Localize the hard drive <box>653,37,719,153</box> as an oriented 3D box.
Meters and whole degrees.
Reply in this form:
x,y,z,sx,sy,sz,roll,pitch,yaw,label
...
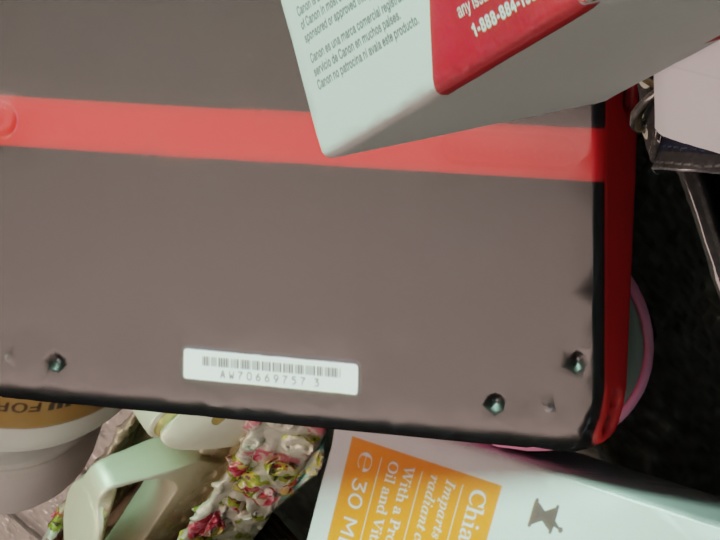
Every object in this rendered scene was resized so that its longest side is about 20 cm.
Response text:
x,y,z,sx,sy,sz,roll,pitch,yaw,label
0.108,-0.118,0.651,0.132,0.025,0.200,23,121,57,hard drive

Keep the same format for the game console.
x,y,z,sx,sy,sz,roll,pitch,yaw,label
-0.020,-0.044,0.828,0.200,0.031,0.177,4,102,21,game console

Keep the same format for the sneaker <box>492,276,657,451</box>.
x,y,z,sx,sy,sz,roll,pitch,yaw,label
0.000,0.000,0.887,0.200,0.095,0.079,22,99,17,sneaker

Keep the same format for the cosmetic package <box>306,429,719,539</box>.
x,y,z,sx,sy,sz,roll,pitch,yaw,label
0.078,0.111,0.838,0.200,0.071,0.101,15,92,34,cosmetic package

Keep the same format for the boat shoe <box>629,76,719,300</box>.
x,y,z,sx,sy,sz,roll,pitch,yaw,label
0.102,-0.038,0.769,0.070,0.066,0.200,7,126,46,boat shoe

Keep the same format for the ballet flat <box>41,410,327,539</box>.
x,y,z,sx,sy,sz,roll,pitch,yaw,label
-0.057,0.059,0.995,0.076,0.064,0.200,56,134,32,ballet flat

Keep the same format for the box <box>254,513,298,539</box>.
x,y,z,sx,sy,sz,roll,pitch,yaw,label
-0.008,0.189,1.046,0.163,0.021,0.200,-145,41,-72,box

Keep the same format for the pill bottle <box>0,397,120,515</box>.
x,y,z,sx,sy,sz,roll,pitch,yaw,label
-0.119,-0.003,1.013,0.114,0.114,0.200,41,145,15,pill bottle

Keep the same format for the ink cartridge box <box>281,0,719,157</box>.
x,y,z,sx,sy,sz,roll,pitch,yaw,label
0.027,-0.143,0.672,0.144,0.084,0.200,-26,79,64,ink cartridge box
